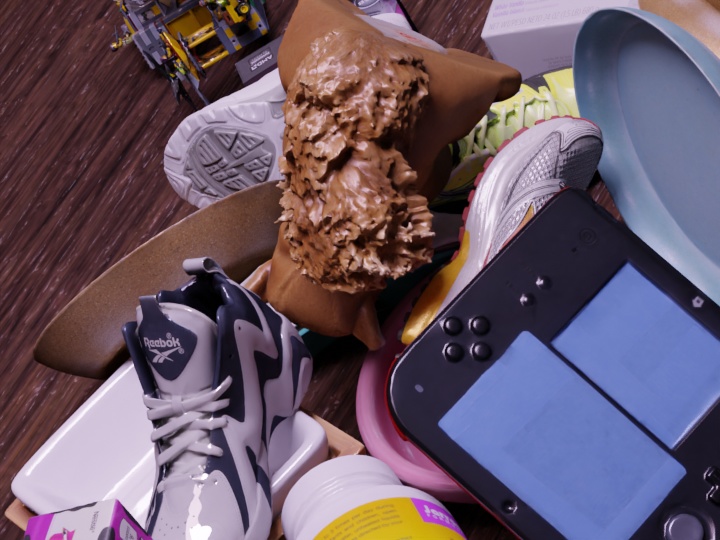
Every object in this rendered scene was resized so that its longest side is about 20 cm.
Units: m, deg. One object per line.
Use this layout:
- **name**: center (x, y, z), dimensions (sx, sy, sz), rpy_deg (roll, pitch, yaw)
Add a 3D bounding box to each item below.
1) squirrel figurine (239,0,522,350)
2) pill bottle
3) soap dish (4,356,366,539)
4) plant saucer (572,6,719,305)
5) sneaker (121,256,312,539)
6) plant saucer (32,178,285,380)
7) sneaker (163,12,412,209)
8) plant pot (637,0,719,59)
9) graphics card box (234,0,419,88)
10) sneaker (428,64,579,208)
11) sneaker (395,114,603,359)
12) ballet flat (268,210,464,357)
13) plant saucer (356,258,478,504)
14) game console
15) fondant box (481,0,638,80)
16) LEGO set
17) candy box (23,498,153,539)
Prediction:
- **squirrel figurine**: center (-0.010, -0.048, 1.584), dimensions (0.200, 0.141, 0.187), rpy_deg (-50, -18, -77)
- **pill bottle**: center (0.023, 0.186, 1.481), dimensions (0.104, 0.104, 0.200), rpy_deg (-34, 39, 0)
- **soap dish**: center (-0.101, 0.136, 1.639), dimensions (0.157, 0.081, 0.200), rpy_deg (-46, 40, -14)
- **plant saucer**: center (0.188, -0.063, 1.555), dimensions (0.027, 0.200, 0.200), rpy_deg (-28, 36, -18)
- **sneaker**: center (-0.098, 0.079, 1.527), dimensions (0.079, 0.130, 0.199), rpy_deg (-2, 49, 35)
- **plant saucer**: center (-0.113, 0.015, 1.729), dimensions (0.200, 0.200, 0.035), rpy_deg (-34, 79, 0)
- **sneaker**: center (-0.038, -0.103, 1.784), dimensions (0.200, 0.078, 0.099), rpy_deg (-27, 10, 28)
- **plant pot**: center (0.260, -0.135, 1.595), dimensions (0.200, 0.200, 0.028), rpy_deg (51, 129, 51)
- **graphics card box**: center (-0.001, -0.105, 1.842), dimensions (0.125, 0.051, 0.200), rpy_deg (-31, 38, 6)
- **sneaker**: center (0.083, -0.076, 1.704), dimensions (0.200, 0.076, 0.076), rpy_deg (-19, 2, 9)
- **sneaker**: center (0.099, 0.000, 1.576), dimensions (0.082, 0.078, 0.200), rpy_deg (11, 63, 31)
- **ballet flat**: center (0.000, 0.000, 1.712), dimensions (0.200, 0.069, 0.069), rpy_deg (-28, 39, 13)
- **plant saucer**: center (0.096, 0.061, 1.602), dimensions (0.200, 0.051, 0.201), rpy_deg (-20, 41, 18)
- **game console**: center (0.132, 0.074, 1.490), dimensions (0.200, 0.031, 0.177), rpy_deg (42, 77, 10)
- **fondant box**: center (0.175, -0.216, 1.827), dimensions (0.144, 0.058, 0.200), rpy_deg (-7, 45, 31)
- **LEGO set**: center (-0.146, -0.207, 1.967), dimensions (0.116, 0.154, 0.200), rpy_deg (-30, 31, 6)
- **candy box**: center (-0.113, 0.235, 1.449), dimensions (0.061, 0.200, 0.137), rpy_deg (-14, 44, 24)
